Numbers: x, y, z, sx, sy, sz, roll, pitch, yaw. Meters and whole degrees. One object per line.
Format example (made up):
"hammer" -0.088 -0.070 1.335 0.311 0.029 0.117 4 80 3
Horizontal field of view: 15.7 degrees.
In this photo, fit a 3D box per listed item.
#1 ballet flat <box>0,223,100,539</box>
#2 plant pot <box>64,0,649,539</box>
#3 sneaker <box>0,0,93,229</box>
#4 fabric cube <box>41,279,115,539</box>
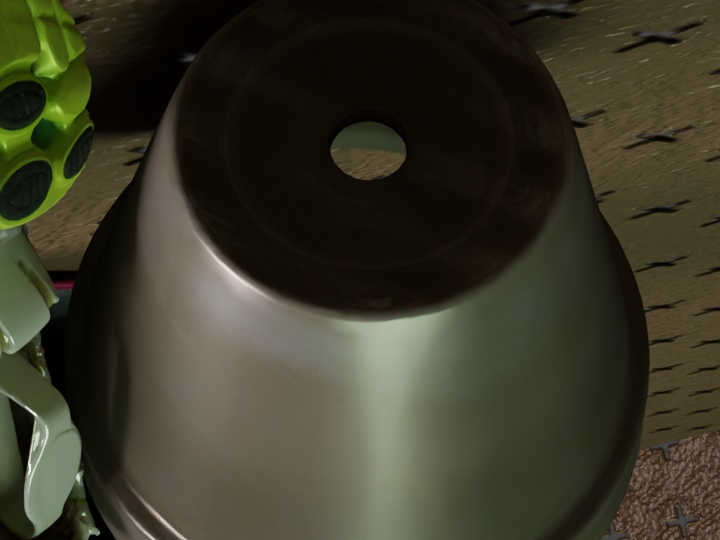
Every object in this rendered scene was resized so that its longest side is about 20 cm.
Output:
"ballet flat" -0.117 0.021 0.807 0.064 0.200 0.076 25 -127 31
"plant pot" 0.000 0.000 0.824 0.200 0.200 0.174 -11 153 -7
"sneaker" -0.155 -0.046 0.686 0.200 0.074 0.083 -7 -165 -44
"fabric cube" -0.172 0.120 1.205 0.199 0.197 0.200 -17 170 38
